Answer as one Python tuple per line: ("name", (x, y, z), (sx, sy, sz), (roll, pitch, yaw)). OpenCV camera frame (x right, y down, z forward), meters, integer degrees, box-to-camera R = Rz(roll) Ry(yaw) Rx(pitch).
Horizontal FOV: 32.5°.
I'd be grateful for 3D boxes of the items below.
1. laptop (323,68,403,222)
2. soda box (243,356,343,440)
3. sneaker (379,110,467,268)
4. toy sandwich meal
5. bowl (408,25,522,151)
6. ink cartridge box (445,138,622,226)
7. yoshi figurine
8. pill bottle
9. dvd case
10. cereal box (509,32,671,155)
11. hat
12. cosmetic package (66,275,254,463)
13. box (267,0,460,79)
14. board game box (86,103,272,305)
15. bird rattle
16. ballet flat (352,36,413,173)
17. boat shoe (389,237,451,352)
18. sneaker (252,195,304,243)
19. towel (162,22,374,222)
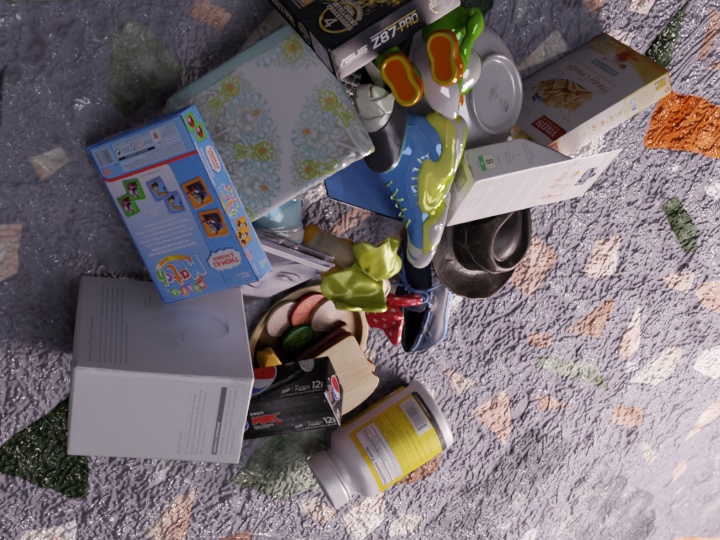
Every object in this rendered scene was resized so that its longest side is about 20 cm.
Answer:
("laptop", (0.037, -0.182, 1.482), (0.186, 0.116, 0.202), (14, 112, -49))
("soda box", (-0.125, 0.171, 1.602), (0.197, 0.064, 0.071), (-11, 131, 15))
("sneaker", (0.059, -0.103, 1.466), (0.103, 0.076, 0.203), (14, 117, 1))
("toy sandwich meal", (-0.061, 0.115, 1.662), (0.202, 0.070, 0.208), (-16, 126, -22))
("bowl", (0.134, -0.215, 1.505), (0.199, 0.090, 0.205), (-8, 101, -43))
("ink cartridge box", (0.205, -0.120, 1.535), (0.197, 0.051, 0.161), (-15, 165, -13))
("yoshi figurine", (0.084, -0.242, 1.343), (0.113, 0.111, 0.200), (-66, 169, 19))
("pill bottle", (0.025, 0.255, 1.777), (0.198, 0.111, 0.112), (-31, 130, -10))
("dvd case", (-0.148, 0.001, 1.487), (0.147, 0.016, 0.199), (19, 149, -37))
("cereal box", (0.283, -0.225, 1.605), (0.198, 0.144, 0.040), (-31, 130, -11))
("hat", (0.180, -0.060, 1.646), (0.198, 0.080, 0.205), (-3, 94, -39))
("cosmetic package", (-0.236, 0.113, 1.437), (0.196, 0.200, 0.125), (6, 118, -13))
("box", (-0.009, -0.311, 1.333), (0.160, 0.201, 0.049), (-30, 141, -9))
("board game box", (-0.202, -0.069, 1.372), (0.037, 0.149, 0.203), (-43, 115, -51))
("bird rattle", (0.000, 0.000, 1.573), (0.113, 0.162, 0.200), (-55, 163, -1))
("ballet flat", (0.019, -0.214, 1.401), (0.072, 0.072, 0.204), (17, 74, -37))
("boat shoe", (0.083, 0.036, 1.689), (0.068, 0.084, 0.203), (-29, 128, -27))
("sneaker", (-0.161, -0.099, 1.470), (0.197, 0.079, 0.133), (0, 105, -21))
("towel", (-0.106, -0.163, 1.391), (0.198, 0.048, 0.173), (-28, 95, 13))
